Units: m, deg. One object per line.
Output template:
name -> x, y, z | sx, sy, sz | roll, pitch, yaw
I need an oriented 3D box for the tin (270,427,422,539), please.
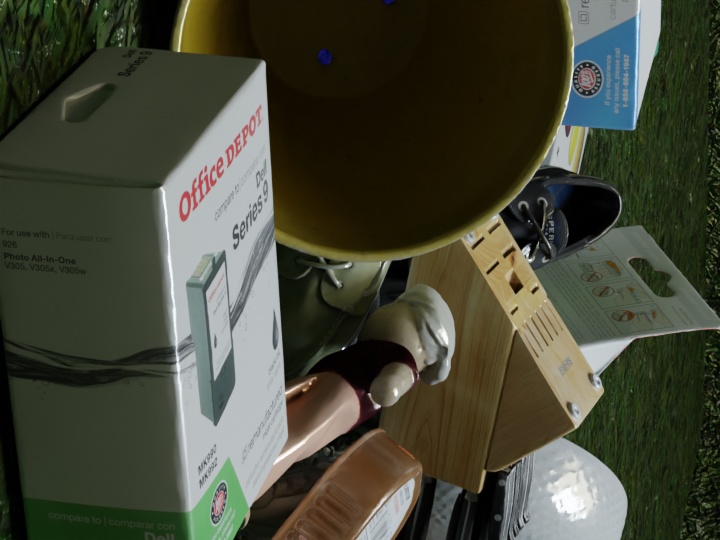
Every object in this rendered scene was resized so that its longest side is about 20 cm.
tin -> -0.036, 0.172, 1.192 | 0.200, 0.042, 0.112 | -51, 161, -14

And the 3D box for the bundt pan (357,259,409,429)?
bundt pan -> 0.000, 0.000, 1.369 | 0.202, 0.075, 0.204 | 6, 90, -77

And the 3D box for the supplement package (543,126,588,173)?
supplement package -> 0.105, -0.095, 1.679 | 0.114, 0.109, 0.201 | 77, 23, -52

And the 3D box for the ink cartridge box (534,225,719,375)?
ink cartridge box -> 0.126, 0.034, 1.530 | 0.162, 0.198, 0.051 | -121, -153, -59

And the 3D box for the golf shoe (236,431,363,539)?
golf shoe -> -0.041, 0.140, 1.276 | 0.200, 0.078, 0.098 | 5, 100, -73

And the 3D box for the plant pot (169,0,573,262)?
plant pot -> -0.003, -0.121, 1.149 | 0.142, 0.198, 0.202 | -116, -155, -71

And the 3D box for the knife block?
knife block -> 0.042, 0.077, 1.309 | 0.201, 0.175, 0.064 | 58, 27, -4

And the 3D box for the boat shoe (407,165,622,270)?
boat shoe -> 0.102, -0.027, 1.389 | 0.199, 0.066, 0.071 | -12, 105, -57

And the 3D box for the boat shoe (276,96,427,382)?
boat shoe -> -0.016, -0.013, 1.233 | 0.201, 0.072, 0.062 | -60, 173, -9

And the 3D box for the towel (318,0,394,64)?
towel -> 0.020, -0.197, 1.229 | 0.050, 0.146, 0.201 | -78, 169, -61

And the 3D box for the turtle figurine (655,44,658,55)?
turtle figurine -> 0.139, -0.177, 1.602 | 0.101, 0.198, 0.150 | 79, 21, -48

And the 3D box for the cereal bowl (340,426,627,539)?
cereal bowl -> 0.072, 0.169, 1.477 | 0.200, 0.198, 0.084 | 71, 31, -58

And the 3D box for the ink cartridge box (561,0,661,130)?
ink cartridge box -> 0.076, -0.184, 1.344 | 0.146, 0.198, 0.148 | -66, 157, -58

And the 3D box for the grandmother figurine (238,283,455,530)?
grandmother figurine -> -0.017, 0.066, 1.166 | 0.200, 0.121, 0.061 | -36, 110, -41

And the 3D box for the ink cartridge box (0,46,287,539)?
ink cartridge box -> -0.094, 0.020, 0.991 | 0.146, 0.083, 0.201 | -61, 152, -59
